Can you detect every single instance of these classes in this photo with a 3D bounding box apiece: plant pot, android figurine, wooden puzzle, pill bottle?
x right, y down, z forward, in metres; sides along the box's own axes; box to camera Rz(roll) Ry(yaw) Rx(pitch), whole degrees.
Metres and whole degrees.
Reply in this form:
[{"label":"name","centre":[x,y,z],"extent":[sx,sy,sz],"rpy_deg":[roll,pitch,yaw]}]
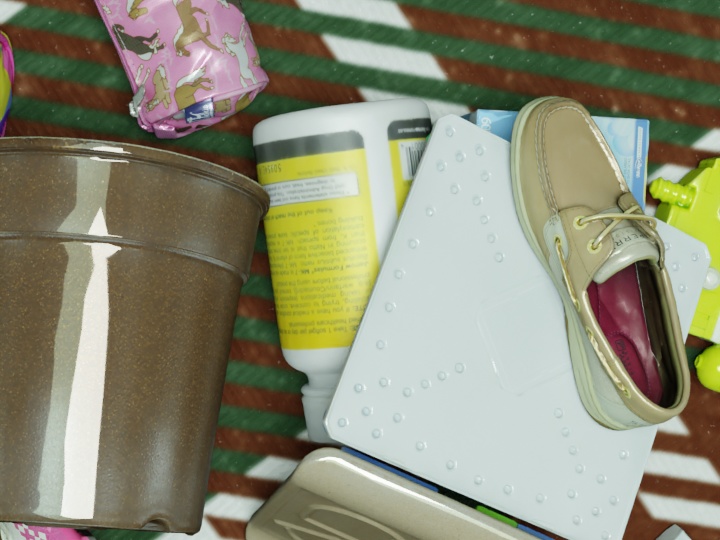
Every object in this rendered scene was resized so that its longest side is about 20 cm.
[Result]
[{"label":"plant pot","centre":[-0.159,0.047,0.779],"extent":[0.198,0.200,0.200],"rpy_deg":[5,78,-4]},{"label":"android figurine","centre":[0.275,-0.003,0.907],"extent":[0.198,0.041,0.184],"rpy_deg":[20,91,-8]},{"label":"wooden puzzle","centre":[0.032,0.165,0.834],"extent":[0.184,0.200,0.047],"rpy_deg":[24,63,-5]},{"label":"pill bottle","centre":[0.000,0.000,0.852],"extent":[0.113,0.114,0.202],"rpy_deg":[-7,92,-4]}]

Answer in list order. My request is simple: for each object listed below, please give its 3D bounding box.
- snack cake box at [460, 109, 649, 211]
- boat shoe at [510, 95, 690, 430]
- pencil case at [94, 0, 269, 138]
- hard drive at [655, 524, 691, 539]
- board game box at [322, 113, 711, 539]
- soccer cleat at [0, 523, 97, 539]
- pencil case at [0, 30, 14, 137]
[{"label":"snack cake box","centre":[0.118,0.001,0.883],"extent":[0.114,0.067,0.202],"rpy_deg":[2,92,-7]},{"label":"boat shoe","centre":[0.144,-0.007,0.780],"extent":[0.074,0.066,0.202],"rpy_deg":[-20,92,-21]},{"label":"pencil case","centre":[-0.132,-0.186,0.854],"extent":[0.082,0.086,0.201],"rpy_deg":[-21,94,32]},{"label":"hard drive","centre":[0.231,0.292,0.922],"extent":[0.132,0.027,0.200],"rpy_deg":[-41,95,-2]},{"label":"board game box","centre":[0.095,0.039,0.808],"extent":[0.199,0.026,0.201],"rpy_deg":[25,77,-16]},{"label":"soccer cleat","centre":[-0.195,0.197,0.865],"extent":[0.086,0.070,0.200],"rpy_deg":[-39,95,-6]},{"label":"pencil case","centre":[-0.313,-0.119,0.842],"extent":[0.198,0.088,0.089],"rpy_deg":[9,91,-3]}]
